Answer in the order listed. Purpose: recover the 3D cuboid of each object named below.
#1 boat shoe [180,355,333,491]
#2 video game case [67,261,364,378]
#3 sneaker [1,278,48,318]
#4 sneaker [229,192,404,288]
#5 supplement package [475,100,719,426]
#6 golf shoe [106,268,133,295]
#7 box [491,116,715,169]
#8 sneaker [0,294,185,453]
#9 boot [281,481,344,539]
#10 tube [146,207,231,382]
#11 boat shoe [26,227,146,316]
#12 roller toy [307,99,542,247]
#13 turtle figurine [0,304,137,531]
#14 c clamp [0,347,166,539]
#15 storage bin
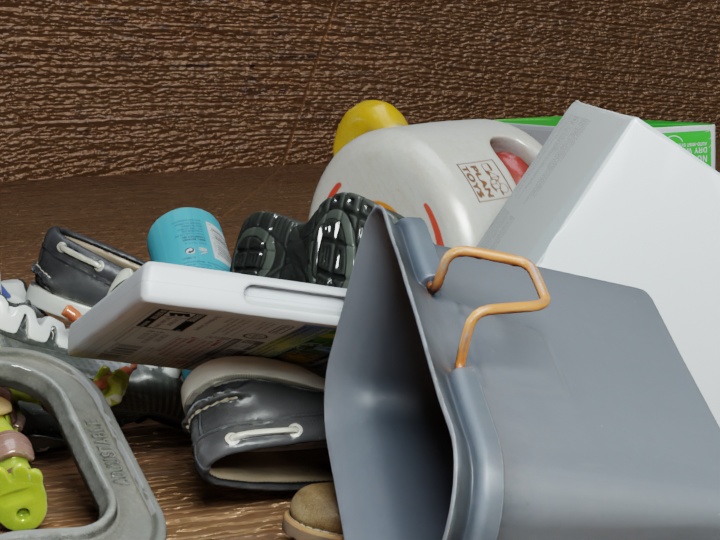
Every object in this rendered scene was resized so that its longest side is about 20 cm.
[{"bbox_3d":[0.002,0.093,0.834,0.200,0.074,0.060,12,45,-25],"label":"boat shoe"},{"bbox_3d":[-0.046,0.033,0.810,0.182,0.022,0.200,8,-13,-19],"label":"video game case"},{"bbox_3d":[-0.314,0.046,1.177,0.199,0.081,0.115,9,8,18],"label":"sneaker"},{"bbox_3d":[0.000,0.000,0.907,0.091,0.076,0.200,15,-3,-30],"label":"sneaker"},{"bbox_3d":[0.155,0.010,0.882,0.150,0.152,0.200,33,7,-6],"label":"supplement package"},{"bbox_3d":[-0.087,0.042,1.043,0.199,0.088,0.077,2,-16,11],"label":"golf shoe"},{"bbox_3d":[0.184,-0.029,1.208,0.096,0.177,0.200,-5,10,-22],"label":"box"},{"bbox_3d":[-0.176,0.077,0.955,0.200,0.091,0.066,22,-12,-19],"label":"sneaker"},{"bbox_3d":[0.059,0.096,0.760,0.199,0.076,0.074,-4,11,-11],"label":"boot"},{"bbox_3d":[-0.091,0.037,0.963,0.077,0.050,0.200,21,27,-31],"label":"tube"},{"bbox_3d":[-0.143,0.021,1.142,0.200,0.060,0.074,17,8,0],"label":"boat shoe"},{"bbox_3d":[0.054,-0.016,1.107,0.140,0.201,0.182,-10,18,-40],"label":"roller toy"},{"bbox_3d":[-0.222,0.078,0.846,0.200,0.065,0.161,11,29,-16],"label":"turtle figurine"},{"bbox_3d":[-0.180,0.094,0.742,0.170,0.027,0.200,5,32,-28],"label":"c clamp"},{"bbox_3d":[0.072,0.065,0.638,0.134,0.146,0.200,6,31,-14],"label":"storage bin"}]
